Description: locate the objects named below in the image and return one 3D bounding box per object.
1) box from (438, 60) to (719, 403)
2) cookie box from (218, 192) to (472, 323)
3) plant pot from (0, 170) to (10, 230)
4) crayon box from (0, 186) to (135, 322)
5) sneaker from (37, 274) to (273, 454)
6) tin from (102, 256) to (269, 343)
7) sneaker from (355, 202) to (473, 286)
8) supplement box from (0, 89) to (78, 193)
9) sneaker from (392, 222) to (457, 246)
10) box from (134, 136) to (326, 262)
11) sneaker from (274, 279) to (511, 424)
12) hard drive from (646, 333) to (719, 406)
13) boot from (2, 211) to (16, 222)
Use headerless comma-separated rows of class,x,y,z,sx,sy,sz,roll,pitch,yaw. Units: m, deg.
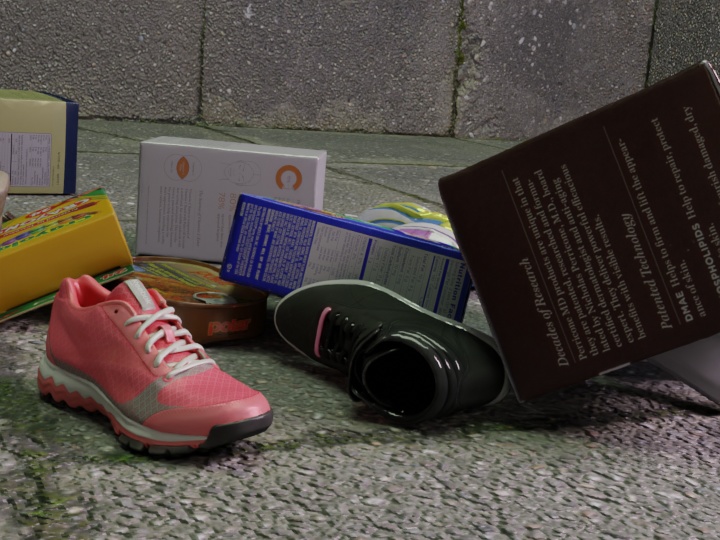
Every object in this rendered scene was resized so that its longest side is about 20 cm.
box,0.189,-0.026,0.798,0.198,0.166,0.166,-23,-4,21
cookie box,-0.009,-0.006,0.957,0.197,0.076,0.171,15,2,-1
plant pot,-0.356,-0.026,0.802,0.181,0.203,0.200,14,8,-16
crayon box,-0.270,-0.018,0.983,0.126,0.051,0.200,-22,18,-12
sneaker,-0.136,0.053,0.697,0.198,0.088,0.073,14,15,37
tin,-0.156,0.023,0.971,0.111,0.043,0.199,-7,15,-33
sneaker,0.063,-0.027,1.216,0.198,0.077,0.105,11,13,27
supplement box,-0.539,-0.193,1.643,0.197,0.136,0.199,-2,13,-31
sneaker,0.000,0.001,1.088,0.198,0.074,0.114,-2,11,24
box,-0.143,-0.078,1.254,0.197,0.126,0.098,6,11,3
sneaker,0.002,0.052,0.795,0.198,0.072,0.099,16,11,30
hard drive,0.254,0.009,0.900,0.199,0.132,0.026,36,-6,44
boot,-0.425,-0.047,1.192,0.164,0.073,0.200,15,8,-11
